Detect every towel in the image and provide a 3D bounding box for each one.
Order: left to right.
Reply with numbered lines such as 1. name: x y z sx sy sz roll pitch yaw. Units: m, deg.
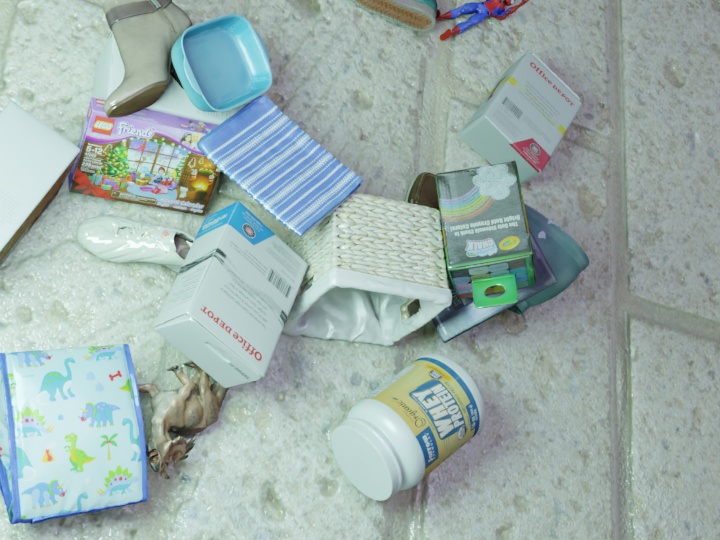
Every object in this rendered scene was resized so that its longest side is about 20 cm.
1. towel: -0.110 -0.149 1.412 0.200 0.024 0.145 41 55 10

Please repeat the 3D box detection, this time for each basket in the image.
1. basket: 0.000 0.000 1.509 0.199 0.198 0.162 8 63 -26

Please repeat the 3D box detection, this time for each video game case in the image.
1. video game case: 0.184 0.002 1.582 0.199 0.019 0.143 -29 80 8

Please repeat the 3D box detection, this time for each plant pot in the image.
1. plant pot: 0.254 -0.014 1.672 0.200 0.200 0.134 37 85 -12

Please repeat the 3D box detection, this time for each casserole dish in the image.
1. casserole dish: -0.195 -0.285 1.419 0.200 0.039 0.122 -43 112 -56

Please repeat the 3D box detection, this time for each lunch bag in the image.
1. lunch bag: -0.362 0.205 1.268 0.169 0.127 0.201 -4 64 -30

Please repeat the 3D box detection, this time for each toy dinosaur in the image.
1. toy dinosaur: -0.233 0.194 1.375 0.199 0.086 0.136 -17 88 -45

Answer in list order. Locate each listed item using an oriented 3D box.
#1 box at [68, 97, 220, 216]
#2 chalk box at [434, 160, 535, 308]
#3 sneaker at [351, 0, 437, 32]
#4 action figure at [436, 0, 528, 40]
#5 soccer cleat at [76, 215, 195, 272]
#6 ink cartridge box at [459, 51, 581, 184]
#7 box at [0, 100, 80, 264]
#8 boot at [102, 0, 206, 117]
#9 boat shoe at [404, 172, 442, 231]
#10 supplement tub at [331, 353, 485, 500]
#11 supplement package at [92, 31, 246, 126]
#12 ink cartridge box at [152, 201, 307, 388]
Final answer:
1. box: -0.296 -0.156 1.437 0.199 0.137 0.039 9 35 -26
2. chalk box: 0.186 -0.037 1.491 0.124 0.124 0.201 -9 67 8
3. sneaker: 0.049 -0.497 1.803 0.199 0.071 0.080 23 57 -26
4. action figure: 0.232 -0.489 1.884 0.200 0.099 0.065 -28 87 -36
5. soccer cleat: -0.294 -0.039 1.428 0.199 0.078 0.070 16 64 -23
6. ink cartridge box: 0.292 -0.272 1.839 0.145 0.083 0.200 42 57 -9
7. box: -0.470 -0.087 1.303 0.106 0.152 0.200 36 59 -12
8. boot: -0.302 -0.301 1.380 0.200 0.070 0.147 -36 94 -46
9. boat shoe: 0.115 -0.075 1.670 0.074 0.075 0.203 15 65 -24
10. supplement tub: 0.070 0.227 1.488 0.200 0.145 0.145 -33 89 -34
11. supplement package: -0.281 -0.254 1.491 0.199 0.120 0.122 11 66 -25
12. ink cartridge box: -0.171 0.034 1.374 0.146 0.084 0.201 44 47 -28
